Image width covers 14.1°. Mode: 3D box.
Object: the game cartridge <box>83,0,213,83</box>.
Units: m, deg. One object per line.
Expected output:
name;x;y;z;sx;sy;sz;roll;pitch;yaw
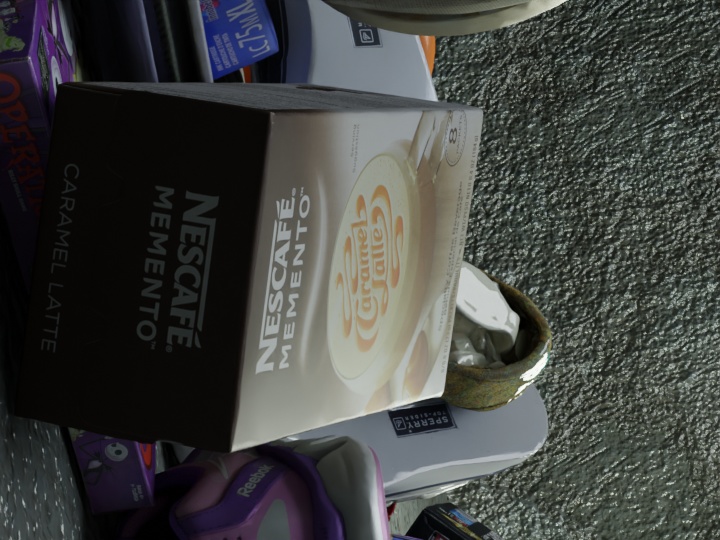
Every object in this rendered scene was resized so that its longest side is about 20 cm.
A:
game cartridge;-0.092;-0.131;1.052;0.130;0.038;0.200;55;-19;41

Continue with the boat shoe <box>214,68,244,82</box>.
boat shoe;-0.069;-0.033;1.238;0.065;0.072;0.200;44;34;-75

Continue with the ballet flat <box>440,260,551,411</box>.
ballet flat;0.000;0.000;1.299;0.071;0.200;0.071;-51;-159;29

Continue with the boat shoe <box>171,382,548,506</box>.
boat shoe;-0.008;0.078;1.338;0.066;0.200;0.072;-41;-115;46

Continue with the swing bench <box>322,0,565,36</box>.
swing bench;-0.015;-0.206;1.116;0.199;0.130;0.200;48;23;-60

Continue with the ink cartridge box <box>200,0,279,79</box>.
ink cartridge box;-0.081;-0.159;1.173;0.119;0.042;0.200;69;-1;-70

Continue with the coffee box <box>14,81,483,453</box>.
coffee box;-0.033;-0.006;1.013;0.200;0.080;0.114;-10;109;-68

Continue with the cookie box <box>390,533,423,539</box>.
cookie box;0.011;0.233;1.159;0.171;0.075;0.200;118;-18;-52

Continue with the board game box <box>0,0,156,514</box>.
board game box;-0.103;-0.026;1.037;0.120;0.032;0.200;-87;169;-50

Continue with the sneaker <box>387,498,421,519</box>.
sneaker;-0.011;0.112;1.389;0.200;0.115;0.078;-96;174;-47

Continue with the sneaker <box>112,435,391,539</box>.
sneaker;-0.057;0.099;1.113;0.200;0.088;0.081;170;-89;-72

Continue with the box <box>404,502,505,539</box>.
box;0.009;0.187;1.384;0.159;0.046;0.200;-55;174;-1

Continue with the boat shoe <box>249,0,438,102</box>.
boat shoe;-0.016;-0.080;1.238;0.068;0.072;0.200;-35;-119;59

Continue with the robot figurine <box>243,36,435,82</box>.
robot figurine;-0.023;-0.119;1.380;0.144;0.117;0.200;37;17;-14
